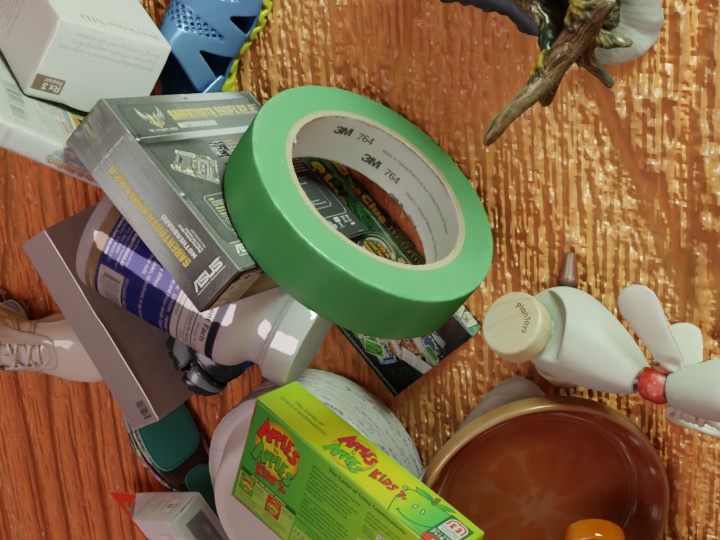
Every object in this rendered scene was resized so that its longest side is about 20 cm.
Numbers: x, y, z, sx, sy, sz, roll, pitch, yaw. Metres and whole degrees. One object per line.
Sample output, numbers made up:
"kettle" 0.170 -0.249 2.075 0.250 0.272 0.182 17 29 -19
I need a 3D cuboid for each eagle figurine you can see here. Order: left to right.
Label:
"eagle figurine" 0.099 -0.212 0.803 0.151 0.151 0.201 -26 61 -1

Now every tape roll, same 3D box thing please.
"tape roll" 0.001 -0.045 0.875 0.200 0.200 0.048 44 128 7

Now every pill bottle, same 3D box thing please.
"pill bottle" -0.121 0.007 0.997 0.199 0.116 0.116 30 125 7

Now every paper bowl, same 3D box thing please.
"paper bowl" -0.049 0.198 1.083 0.200 0.104 0.202 13 118 26

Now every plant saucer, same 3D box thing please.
"plant saucer" 0.139 0.184 0.946 0.199 0.032 0.201 -2 115 -5

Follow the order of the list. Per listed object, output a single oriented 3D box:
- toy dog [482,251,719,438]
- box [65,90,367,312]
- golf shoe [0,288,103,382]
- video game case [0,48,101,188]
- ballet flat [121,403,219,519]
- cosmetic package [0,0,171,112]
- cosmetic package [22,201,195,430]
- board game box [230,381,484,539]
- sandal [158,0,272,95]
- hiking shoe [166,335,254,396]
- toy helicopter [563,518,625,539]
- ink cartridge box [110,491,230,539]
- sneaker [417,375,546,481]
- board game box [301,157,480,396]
"toy dog" 0.191 0.043 0.867 0.199 0.132 0.097 17 81 20
"box" -0.100 -0.059 0.905 0.159 0.200 0.048 49 116 10
"golf shoe" -0.332 0.081 1.212 0.199 0.097 0.079 10 115 27
"video game case" -0.221 -0.121 0.947 0.023 0.181 0.200 -54 39 16
"ballet flat" -0.174 0.193 1.190 0.200 0.069 0.071 52 148 1
"cosmetic package" -0.237 -0.209 0.956 0.200 0.101 0.074 52 120 37
"cosmetic package" -0.224 0.040 1.132 0.051 0.082 0.201 -25 97 45
"board game box" -0.008 0.185 0.932 0.200 0.048 0.102 35 124 29
"sandal" -0.129 -0.187 0.965 0.079 0.087 0.201 29 122 20
"hiking shoe" -0.154 0.010 1.095 0.086 0.074 0.201 -31 91 12
"toy helicopter" 0.241 0.263 0.932 0.199 0.079 0.133 4 138 4
"ink cartridge box" -0.172 0.291 1.188 0.200 0.057 0.163 -16 113 50
"sneaker" 0.091 0.170 0.982 0.075 0.099 0.200 42 127 20
"board game box" 0.000 0.000 1.010 0.200 0.023 0.105 51 129 2
